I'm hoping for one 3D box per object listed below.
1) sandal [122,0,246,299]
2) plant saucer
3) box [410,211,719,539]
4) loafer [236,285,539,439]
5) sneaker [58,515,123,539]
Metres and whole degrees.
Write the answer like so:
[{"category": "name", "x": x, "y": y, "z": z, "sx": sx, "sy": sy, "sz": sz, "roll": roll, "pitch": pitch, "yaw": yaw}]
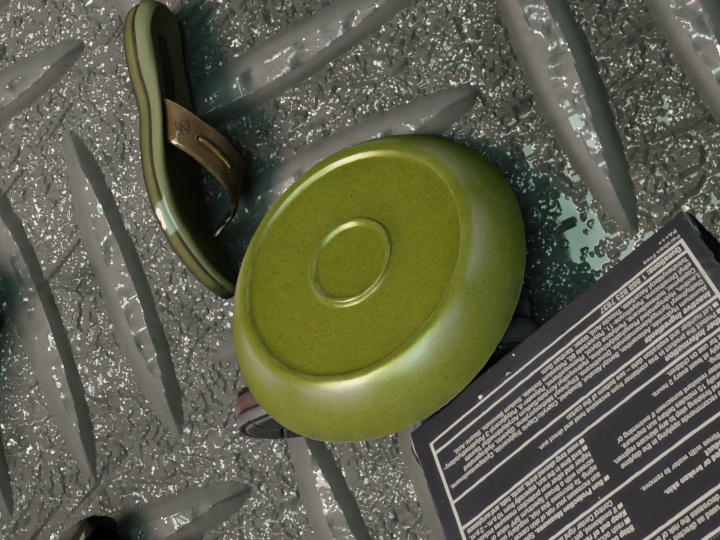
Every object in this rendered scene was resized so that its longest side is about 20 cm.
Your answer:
[{"category": "sandal", "x": -0.107, "y": -0.082, "z": 0.774, "sx": 0.057, "sy": 0.080, "sz": 0.204, "roll": -13, "pitch": 85, "yaw": 8}, {"category": "plant saucer", "x": 0.000, "y": 0.000, "z": 0.704, "sx": 0.198, "sy": 0.031, "sz": 0.202, "roll": -16, "pitch": 56, "yaw": 25}, {"category": "box", "x": 0.152, "y": 0.120, "z": 0.594, "sx": 0.200, "sy": 0.123, "sz": 0.199, "roll": -41, "pitch": 36, "yaw": 18}, {"category": "loafer", "x": 0.013, "y": 0.050, "z": 0.736, "sx": 0.198, "sy": 0.072, "sz": 0.064, "roll": -19, "pitch": 64, "yaw": 16}, {"category": "sneaker", "x": -0.140, "y": 0.241, "z": 0.790, "sx": 0.200, "sy": 0.071, "sz": 0.098, "roll": 41, "pitch": 107, "yaw": 18}]
